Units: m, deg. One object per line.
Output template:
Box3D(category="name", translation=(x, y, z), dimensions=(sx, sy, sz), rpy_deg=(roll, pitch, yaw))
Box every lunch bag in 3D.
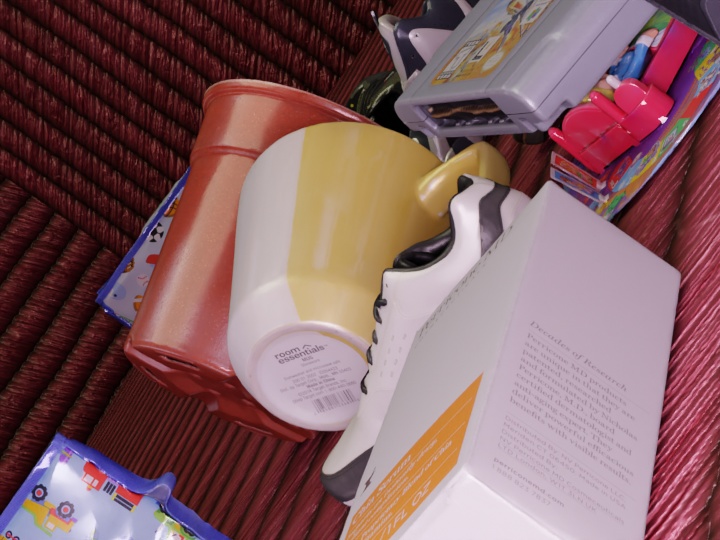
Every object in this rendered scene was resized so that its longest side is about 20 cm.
Box3D(category="lunch bag", translation=(-0.186, 0.214, 1.253), dimensions=(0.200, 0.150, 0.094), rpy_deg=(-53, 7, 16))
Box3D(category="lunch bag", translation=(-0.191, 0.003, 2.178), dimensions=(0.201, 0.170, 0.124), rpy_deg=(-56, 4, -2))

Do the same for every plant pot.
Box3D(category="plant pot", translation=(-0.059, 0.003, 1.307), dimensions=(0.196, 0.200, 0.201), rpy_deg=(-66, 10, -16))

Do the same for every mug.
Box3D(category="mug", translation=(-0.009, 0.001, 1.109), dimensions=(0.154, 0.148, 0.187), rpy_deg=(-76, 6, -51))

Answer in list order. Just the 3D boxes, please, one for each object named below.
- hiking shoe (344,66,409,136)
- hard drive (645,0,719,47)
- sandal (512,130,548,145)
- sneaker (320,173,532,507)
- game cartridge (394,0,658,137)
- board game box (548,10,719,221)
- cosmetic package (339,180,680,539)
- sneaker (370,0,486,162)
Box3D(category="hiking shoe", translation=(0.020, -0.153, 1.876), dimensions=(0.101, 0.076, 0.200), rpy_deg=(-56, 7, -36))
Box3D(category="hard drive", translation=(0.184, -0.220, 0.887), dimensions=(0.201, 0.135, 0.042), rpy_deg=(-55, -28, 4))
Box3D(category="sandal", translation=(0.149, -0.152, 1.150), dimensions=(0.082, 0.054, 0.201), rpy_deg=(-55, -10, -53))
Box3D(category="sneaker", translation=(0.032, 0.034, 0.936), dimensions=(0.200, 0.080, 0.074), rpy_deg=(-54, 9, 23))
Box3D(category="game cartridge", translation=(0.097, -0.132, 1.026), dimensions=(0.133, 0.041, 0.200), rpy_deg=(-54, 16, -9))
Box3D(category="board game box", translation=(0.142, -0.101, 0.972), dimensions=(0.158, 0.039, 0.200), rpy_deg=(-53, 8, 18))
Box3D(category="cosmetic package", translation=(0.054, 0.063, 0.680), dimensions=(0.102, 0.071, 0.200), rpy_deg=(-51, 8, 31))
Box3D(category="sneaker", translation=(0.043, -0.138, 1.436), dimensions=(0.200, 0.129, 0.080), rpy_deg=(-54, 6, 8))
